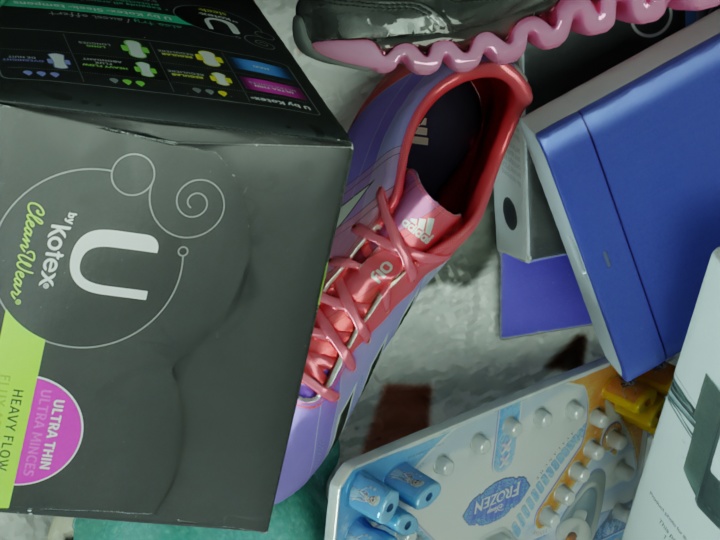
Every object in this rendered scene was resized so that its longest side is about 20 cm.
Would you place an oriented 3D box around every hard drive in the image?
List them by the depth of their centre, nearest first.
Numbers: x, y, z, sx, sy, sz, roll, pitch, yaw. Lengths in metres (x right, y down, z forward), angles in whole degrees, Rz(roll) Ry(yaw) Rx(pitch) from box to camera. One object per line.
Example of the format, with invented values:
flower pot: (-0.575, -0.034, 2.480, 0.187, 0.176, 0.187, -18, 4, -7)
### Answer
hard drive: (0.171, -0.054, 0.973, 0.200, 0.025, 0.132, -29, 128, -6)

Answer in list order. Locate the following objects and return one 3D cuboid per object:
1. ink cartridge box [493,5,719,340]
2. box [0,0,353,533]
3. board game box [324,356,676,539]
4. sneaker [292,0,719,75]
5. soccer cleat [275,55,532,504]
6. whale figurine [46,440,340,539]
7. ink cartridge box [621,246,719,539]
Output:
ink cartridge box: (0.152, -0.066, 1.014, 0.198, 0.043, 0.200, -10, 117, -12)
box: (-0.096, -0.020, 0.872, 0.124, 0.200, 0.149, 6, 112, -19)
board game box: (0.058, 0.147, 1.037, 0.200, 0.026, 0.200, -19, 122, -43)
sneaker: (0.065, -0.129, 0.907, 0.200, 0.079, 0.096, -16, 103, -11)
soccer cleat: (0.000, 0.000, 0.945, 0.067, 0.076, 0.200, 35, 77, -20)
whale figurine: (-0.032, 0.138, 1.012, 0.200, 0.104, 0.159, 24, 81, -34)
ink cartridge box: (0.199, 0.058, 1.000, 0.146, 0.083, 0.200, -22, 145, -26)
